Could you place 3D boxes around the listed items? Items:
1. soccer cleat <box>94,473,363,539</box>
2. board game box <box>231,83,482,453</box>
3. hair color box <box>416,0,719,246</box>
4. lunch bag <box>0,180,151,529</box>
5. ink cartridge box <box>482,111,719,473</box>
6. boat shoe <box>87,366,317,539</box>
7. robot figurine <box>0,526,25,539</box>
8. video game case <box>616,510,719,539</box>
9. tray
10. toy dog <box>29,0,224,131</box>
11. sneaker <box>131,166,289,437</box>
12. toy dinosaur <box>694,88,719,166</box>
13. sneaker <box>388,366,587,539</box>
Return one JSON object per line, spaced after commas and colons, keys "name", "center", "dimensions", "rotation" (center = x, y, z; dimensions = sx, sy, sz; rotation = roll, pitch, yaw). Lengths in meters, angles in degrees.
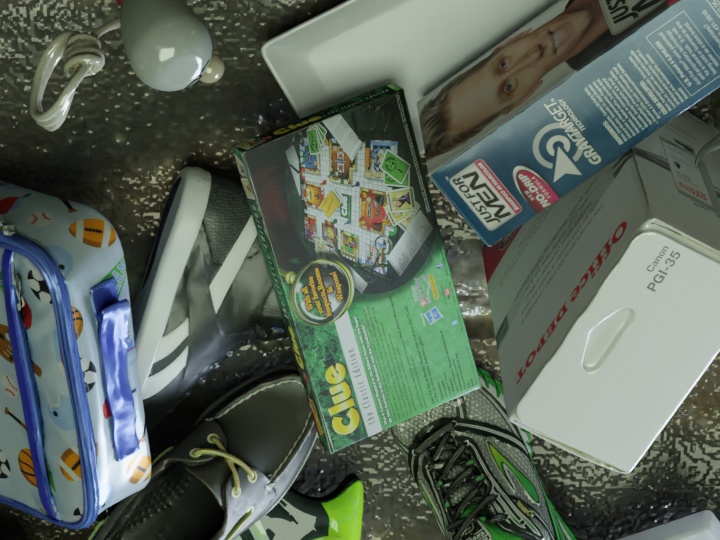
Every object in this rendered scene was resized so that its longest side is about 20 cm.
{"name": "soccer cleat", "center": [-0.096, 0.140, 1.555], "dimensions": [0.200, 0.068, 0.081], "rotation": [12, 93, -5]}
{"name": "board game box", "center": [0.000, 0.000, 1.456], "dimensions": [0.105, 0.023, 0.200], "rotation": [-23, 115, -17]}
{"name": "hair color box", "center": [0.129, -0.109, 1.385], "dimensions": [0.200, 0.100, 0.061], "rotation": [-36, 114, 14]}
{"name": "lunch bag", "center": [-0.194, 0.044, 1.441], "dimensions": [0.160, 0.076, 0.200], "rotation": [18, 125, 39]}
{"name": "ink cartridge box", "center": [0.144, -0.001, 1.410], "dimensions": [0.083, 0.200, 0.147], "rotation": [26, 114, -15]}
{"name": "boat shoe", "center": [-0.094, 0.135, 1.495], "dimensions": [0.072, 0.061, 0.201], "rotation": [44, 79, 1]}
{"name": "robot figurine", "center": [-0.240, 0.242, 1.558], "dimensions": [0.150, 0.125, 0.200], "rotation": [7, 129, 44]}
{"name": "video game case", "center": [0.185, 0.249, 1.611], "dimensions": [0.200, 0.022, 0.182], "rotation": [-23, 118, 31]}
{"name": "tray", "center": [0.053, -0.133, 1.437], "dimensions": [0.200, 0.022, 0.107], "rotation": [-26, 115, 10]}
{"name": "toy dog", "center": [-0.100, -0.155, 1.341], "dimensions": [0.096, 0.200, 0.132], "rotation": [26, 140, -34]}
{"name": "sneaker", "center": [-0.083, 0.043, 1.493], "dimensions": [0.112, 0.073, 0.200], "rotation": [16, 116, -12]}
{"name": "toy dinosaur", "center": [0.272, -0.100, 1.446], "dimensions": [0.200, 0.077, 0.102], "rotation": [7, 123, -43]}
{"name": "sneaker", "center": [0.077, 0.136, 1.525], "dimensions": [0.078, 0.085, 0.200], "rotation": [-36, 89, 20]}
